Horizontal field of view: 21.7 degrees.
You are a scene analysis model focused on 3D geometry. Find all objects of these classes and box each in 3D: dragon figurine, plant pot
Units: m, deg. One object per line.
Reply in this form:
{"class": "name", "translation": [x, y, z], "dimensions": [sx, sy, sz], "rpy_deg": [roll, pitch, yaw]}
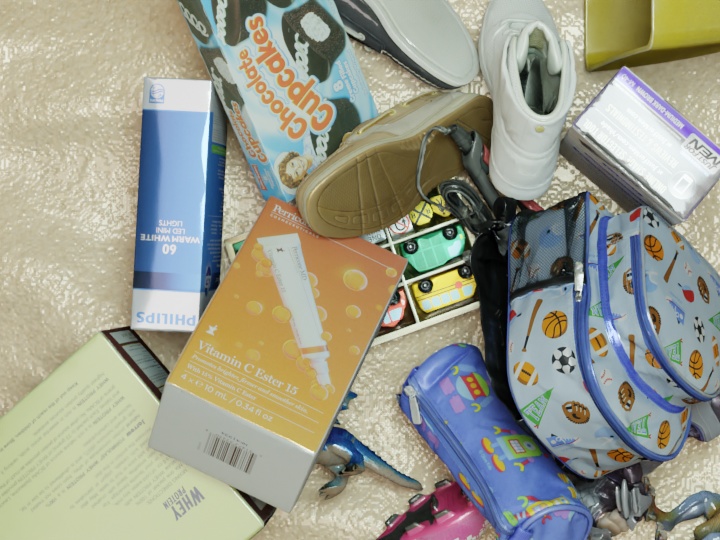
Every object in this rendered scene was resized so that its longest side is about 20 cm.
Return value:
{"class": "dragon figurine", "translation": [-0.036, 0.128, 1.533], "dimensions": [0.199, 0.059, 0.100], "rpy_deg": [7, 57, -17]}
{"class": "plant pot", "translation": [0.282, -0.261, 1.458], "dimensions": [0.176, 0.200, 0.201], "rpy_deg": [0, 91, -7]}

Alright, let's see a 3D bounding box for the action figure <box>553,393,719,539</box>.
{"class": "action figure", "translation": [0.211, 0.153, 1.505], "dimensions": [0.200, 0.130, 0.069], "rpy_deg": [-49, 119, -11]}

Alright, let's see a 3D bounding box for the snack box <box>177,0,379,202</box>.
{"class": "snack box", "translation": [-0.063, -0.168, 1.491], "dimensions": [0.116, 0.037, 0.200], "rpy_deg": [-36, 116, -29]}

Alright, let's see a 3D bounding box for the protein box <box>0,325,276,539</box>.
{"class": "protein box", "translation": [-0.205, 0.185, 1.520], "dimensions": [0.198, 0.135, 0.200], "rpy_deg": [-41, 88, 3]}

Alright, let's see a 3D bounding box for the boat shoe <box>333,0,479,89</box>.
{"class": "boat shoe", "translation": [0.009, -0.214, 1.536], "dimensions": [0.200, 0.074, 0.060], "rpy_deg": [40, 138, -4]}

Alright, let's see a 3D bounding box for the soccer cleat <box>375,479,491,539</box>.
{"class": "soccer cleat", "translation": [0.046, 0.244, 1.545], "dimensions": [0.200, 0.070, 0.086], "rpy_deg": [-34, 107, 4]}

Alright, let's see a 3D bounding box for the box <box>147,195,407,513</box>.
{"class": "box", "translation": [-0.062, 0.063, 1.448], "dimensions": [0.124, 0.098, 0.200], "rpy_deg": [25, 52, 2]}

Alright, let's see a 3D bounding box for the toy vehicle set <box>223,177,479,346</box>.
{"class": "toy vehicle set", "translation": [0.000, 0.000, 1.556], "dimensions": [0.199, 0.027, 0.125], "rpy_deg": [-20, 89, 4]}

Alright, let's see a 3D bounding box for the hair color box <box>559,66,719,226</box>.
{"class": "hair color box", "translation": [0.215, -0.090, 1.452], "dimensions": [0.109, 0.200, 0.065], "rpy_deg": [41, 92, 2]}

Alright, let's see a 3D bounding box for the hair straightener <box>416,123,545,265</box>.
{"class": "hair straightener", "translation": [0.108, -0.037, 1.496], "dimensions": [0.077, 0.041, 0.200], "rpy_deg": [-47, 118, -10]}

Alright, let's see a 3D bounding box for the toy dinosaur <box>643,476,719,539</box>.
{"class": "toy dinosaur", "translation": [0.322, 0.192, 1.532], "dimensions": [0.181, 0.105, 0.201], "rpy_deg": [-3, 124, -5]}

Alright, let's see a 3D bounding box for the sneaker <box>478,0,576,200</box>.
{"class": "sneaker", "translation": [0.136, -0.168, 1.463], "dimensions": [0.073, 0.116, 0.201], "rpy_deg": [3, 56, -6]}

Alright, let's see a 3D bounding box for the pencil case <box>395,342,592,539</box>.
{"class": "pencil case", "translation": [0.101, 0.144, 1.482], "dimensions": [0.200, 0.087, 0.078], "rpy_deg": [56, 132, 37]}

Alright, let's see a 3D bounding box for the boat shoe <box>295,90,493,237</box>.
{"class": "boat shoe", "translation": [0.019, -0.088, 1.498], "dimensions": [0.200, 0.069, 0.074], "rpy_deg": [-29, 124, -32]}

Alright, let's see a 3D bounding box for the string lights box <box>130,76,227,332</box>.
{"class": "string lights box", "translation": [-0.145, -0.052, 1.528], "dimensions": [0.059, 0.103, 0.201], "rpy_deg": [3, 91, 4]}

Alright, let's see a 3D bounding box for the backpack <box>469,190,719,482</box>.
{"class": "backpack", "translation": [0.189, 0.056, 1.418], "dimensions": [0.154, 0.200, 0.191], "rpy_deg": [-16, 52, 42]}
